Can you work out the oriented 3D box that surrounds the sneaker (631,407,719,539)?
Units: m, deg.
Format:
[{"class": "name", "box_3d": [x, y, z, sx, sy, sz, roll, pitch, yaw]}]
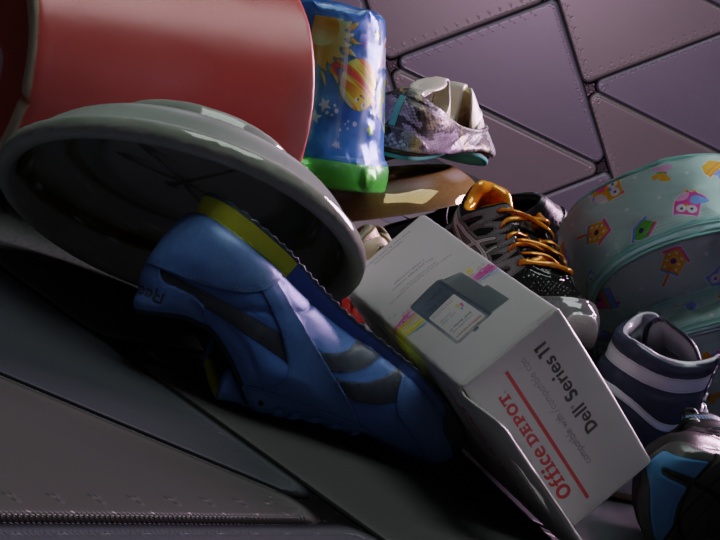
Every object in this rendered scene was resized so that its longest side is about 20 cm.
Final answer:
[{"class": "sneaker", "box_3d": [0.189, 0.120, 0.960, 0.082, 0.073, 0.200, 53, 12, 30]}]

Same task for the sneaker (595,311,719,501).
[{"class": "sneaker", "box_3d": [0.202, 0.092, 1.082, 0.070, 0.109, 0.199, 33, 10, 37]}]

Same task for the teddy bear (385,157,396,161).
[{"class": "teddy bear", "box_3d": [-0.047, -0.115, 1.451, 0.144, 0.067, 0.199, -8, 2, -35]}]

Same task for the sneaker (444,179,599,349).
[{"class": "sneaker", "box_3d": [0.101, -0.004, 1.112, 0.078, 0.078, 0.200, 15, 11, -26]}]

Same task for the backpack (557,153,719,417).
[{"class": "backpack", "box_3d": [0.232, 0.023, 1.194, 0.154, 0.175, 0.201, -99, 172, -51]}]

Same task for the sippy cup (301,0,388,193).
[{"class": "sippy cup", "box_3d": [-0.038, -0.131, 1.229, 0.139, 0.131, 0.178, 5, 8, -28]}]

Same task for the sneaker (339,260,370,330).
[{"class": "sneaker", "box_3d": [-0.004, 0.024, 1.020, 0.201, 0.068, 0.108, 23, 6, -37]}]

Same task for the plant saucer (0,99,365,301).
[{"class": "plant saucer", "box_3d": [-0.089, -0.042, 0.887, 0.199, 0.051, 0.200, 13, -23, 5]}]

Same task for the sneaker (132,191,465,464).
[{"class": "sneaker", "box_3d": [-0.031, 0.050, 0.845, 0.200, 0.079, 0.066, 42, -15, -27]}]

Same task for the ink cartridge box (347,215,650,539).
[{"class": "ink cartridge box", "box_3d": [0.077, 0.060, 0.889, 0.117, 0.067, 0.200, 55, -7, -30]}]

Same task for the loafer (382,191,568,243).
[{"class": "loafer", "box_3d": [0.085, -0.034, 1.409, 0.200, 0.068, 0.071, -5, -44, 37]}]

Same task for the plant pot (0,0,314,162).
[{"class": "plant pot", "box_3d": [-0.154, -0.114, 1.067, 0.176, 0.202, 0.200, 7, 17, -34]}]

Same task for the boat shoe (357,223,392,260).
[{"class": "boat shoe", "box_3d": [0.000, 0.000, 1.188, 0.199, 0.065, 0.072, 25, 8, -5]}]

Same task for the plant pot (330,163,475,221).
[{"class": "plant pot", "box_3d": [-0.002, -0.063, 1.364, 0.198, 0.028, 0.200, -6, 8, 1]}]

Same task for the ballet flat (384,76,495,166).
[{"class": "ballet flat", "box_3d": [0.067, -0.121, 1.362, 0.072, 0.072, 0.200, 29, 12, 19]}]
